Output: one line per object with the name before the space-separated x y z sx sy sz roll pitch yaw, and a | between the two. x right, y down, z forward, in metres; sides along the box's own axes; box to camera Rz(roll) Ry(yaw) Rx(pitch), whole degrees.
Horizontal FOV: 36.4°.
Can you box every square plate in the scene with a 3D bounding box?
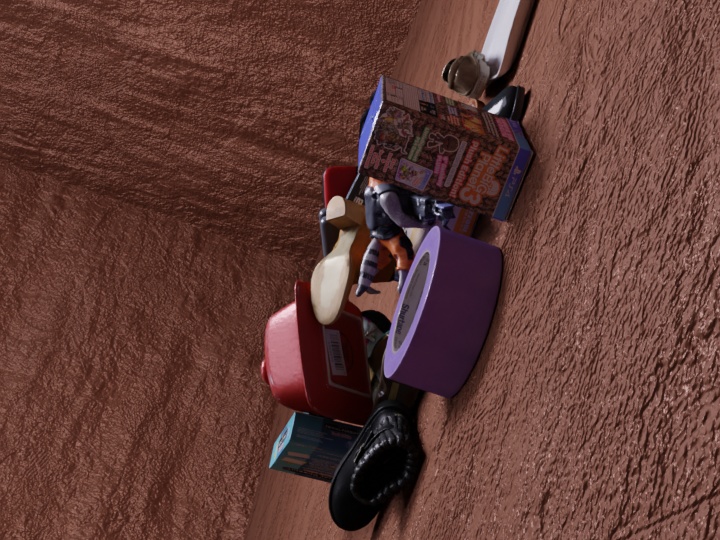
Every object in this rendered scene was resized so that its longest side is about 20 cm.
square plate | 0.233 -0.381 1.732 0.198 0.028 0.201 176 112 -83

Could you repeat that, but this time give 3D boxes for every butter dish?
butter dish | -0.082 0.138 1.639 0.199 0.147 0.201 28 -130 -57

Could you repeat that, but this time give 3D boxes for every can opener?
can opener | -0.053 -0.006 1.789 0.053 0.066 0.201 -106 13 -57

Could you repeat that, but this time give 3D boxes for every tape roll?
tape roll | 0.101 0.052 1.373 0.200 0.085 0.201 -161 90 -83

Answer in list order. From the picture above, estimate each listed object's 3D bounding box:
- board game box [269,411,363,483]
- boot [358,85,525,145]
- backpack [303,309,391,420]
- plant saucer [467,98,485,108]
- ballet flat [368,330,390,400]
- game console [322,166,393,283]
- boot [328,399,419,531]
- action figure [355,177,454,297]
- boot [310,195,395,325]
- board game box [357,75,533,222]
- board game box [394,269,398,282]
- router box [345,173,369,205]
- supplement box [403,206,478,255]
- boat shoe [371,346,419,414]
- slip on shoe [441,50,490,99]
board game box | -0.051 0.282 1.703 0.200 0.150 0.047 122 161 -64
boot | 0.110 -0.215 1.527 0.066 0.199 0.165 -78 9 -47
backpack | -0.043 0.161 1.827 0.200 0.127 0.167 -34 -22 -34
plant saucer | 0.160 -0.173 1.745 0.200 0.032 0.201 -161 90 -83
ballet flat | 0.041 0.173 1.726 0.200 0.068 0.063 111 146 -46
game console | 0.000 -0.077 1.920 0.119 0.171 0.201 175 91 -67
boot | 0.013 0.287 1.475 0.158 0.079 0.212 -93 23 -73
action figure | 0.048 -0.060 1.498 0.200 0.104 0.195 -174 83 -70
boot | -0.001 0.000 1.615 0.070 0.144 0.202 -7 67 35
board game box | 0.105 -0.160 1.414 0.160 0.199 0.097 -86 15 -69
board game box | 0.046 -0.093 2.023 0.034 0.135 0.201 175 114 -84
router box | 0.032 -0.160 1.778 0.201 0.062 0.150 -64 4 -8
supplement box | 0.105 -0.095 1.619 0.200 0.073 0.127 -117 42 -65
boat shoe | 0.064 0.136 1.547 0.076 0.071 0.201 -56 -10 -60
slip on shoe | 0.161 -0.316 1.755 0.200 0.060 0.076 -89 18 -71
